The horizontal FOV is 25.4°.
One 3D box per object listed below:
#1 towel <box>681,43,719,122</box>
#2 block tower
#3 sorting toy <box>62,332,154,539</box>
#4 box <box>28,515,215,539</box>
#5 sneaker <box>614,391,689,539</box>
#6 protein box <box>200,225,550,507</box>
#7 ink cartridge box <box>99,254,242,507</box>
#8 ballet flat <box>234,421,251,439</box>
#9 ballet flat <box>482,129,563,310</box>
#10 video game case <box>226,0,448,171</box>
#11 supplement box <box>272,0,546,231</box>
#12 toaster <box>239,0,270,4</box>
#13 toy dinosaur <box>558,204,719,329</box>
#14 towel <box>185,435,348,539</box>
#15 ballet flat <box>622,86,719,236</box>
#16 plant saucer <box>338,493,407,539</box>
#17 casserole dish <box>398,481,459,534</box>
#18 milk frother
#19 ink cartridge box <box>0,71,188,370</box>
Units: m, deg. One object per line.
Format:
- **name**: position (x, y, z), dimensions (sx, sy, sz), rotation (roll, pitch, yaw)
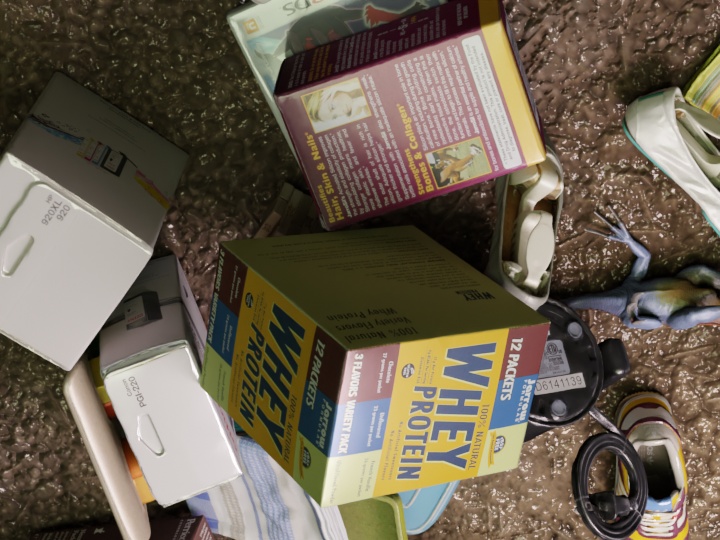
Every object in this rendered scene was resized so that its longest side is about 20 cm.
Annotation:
- **towel**: position (0.384, -0.132, 1.398), dimensions (0.199, 0.018, 0.086), rotation (32, 114, -12)
- **block tower**: position (0.000, 0.000, 1.454), dimensions (0.199, 0.054, 0.058), rotation (29, 146, -9)
- **sorting toy**: position (-0.226, 0.126, 1.457), dimensions (0.036, 0.200, 0.186), rotation (-17, 115, -1)
- **box**: position (-0.246, 0.309, 1.585), dimensions (0.198, 0.100, 0.075), rotation (-8, 121, 16)
- **sneaker**: position (0.280, 0.222, 1.536), dimensions (0.074, 0.090, 0.201), rotation (-10, 115, 8)
- **protein box**: position (0.008, 0.069, 1.287), dimensions (0.197, 0.200, 0.136), rotation (-6, 117, -34)
- **ink cartridge box**: position (-0.173, 0.094, 1.433), dimensions (0.084, 0.200, 0.146), rotation (-20, 114, 1)
- **ballet flat**: position (-0.054, 0.130, 1.527), dimensions (0.199, 0.068, 0.070), rotation (-27, 126, 17)
- **ballet flat**: position (0.148, -0.051, 1.356), dimensions (0.067, 0.201, 0.064), rotation (19, 152, -16)
- **video game case**: position (0.006, -0.171, 1.396), dimensions (0.181, 0.023, 0.201), rotation (-21, 113, 13)
- **supplement box**: position (0.043, -0.136, 1.342), dimensions (0.199, 0.103, 0.132), rotation (-16, 114, 10)
- **toaster**: position (-0.099, -0.313, 1.250), dimensions (0.180, 0.200, 0.119), rotation (37, 110, -6)
- **toy dinosaur**: position (0.268, 0.041, 1.455), dimensions (0.181, 0.105, 0.200), rotation (-18, 126, 32)
- **towel**: position (-0.102, 0.215, 1.525), dimensions (0.199, 0.024, 0.148), rotation (12, 133, 33)
- **ballet flat**: position (0.314, -0.083, 1.394), dimensions (0.069, 0.070, 0.200), rotation (-41, 104, 20)
- **plant saucer**: position (-0.023, 0.274, 1.567), dimensions (0.199, 0.048, 0.201), rotation (10, 121, 33)
- **casserole dish**: position (0.049, 0.181, 1.559), dimensions (0.120, 0.039, 0.201), rotation (22, 114, -8)
- **milk frother**: position (0.147, 0.151, 1.420), dimensions (0.179, 0.202, 0.188), rotation (11, 156, -19)
- **ink cartridge box**: position (-0.256, -0.045, 1.373), dimensions (0.144, 0.200, 0.148), rotation (32, 114, -12)
